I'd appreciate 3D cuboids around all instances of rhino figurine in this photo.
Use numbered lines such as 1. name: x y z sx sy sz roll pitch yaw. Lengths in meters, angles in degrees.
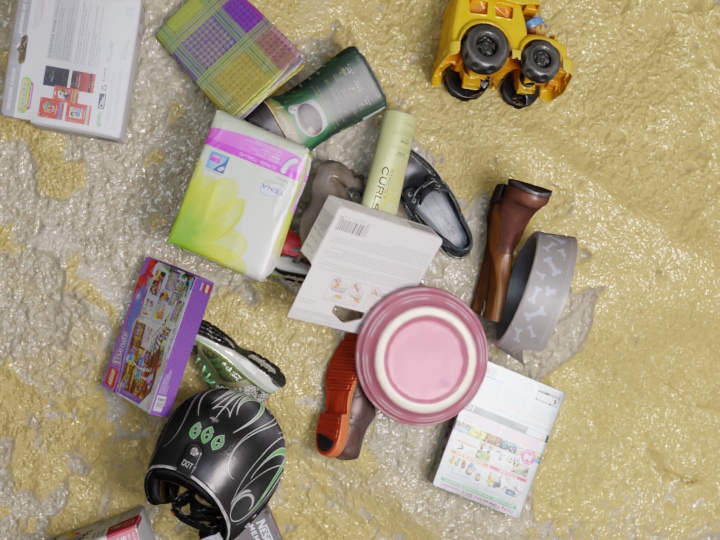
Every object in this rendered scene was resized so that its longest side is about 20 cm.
1. rhino figurine: -0.048 -0.067 1.714 0.087 0.059 0.203 27 69 -30

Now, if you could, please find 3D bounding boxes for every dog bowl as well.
1. dog bowl: 0.249 0.035 1.707 0.058 0.200 0.203 19 89 -3

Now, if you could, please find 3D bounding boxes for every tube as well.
1. tube: 0.038 -0.131 1.722 0.057 0.052 0.204 14 86 4

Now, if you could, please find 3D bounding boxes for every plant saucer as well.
1. plant saucer: 0.091 0.126 1.702 0.196 0.051 0.205 0 93 -7

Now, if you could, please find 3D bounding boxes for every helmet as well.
1. helmet: -0.196 0.263 1.661 0.199 0.200 0.191 41 50 -5

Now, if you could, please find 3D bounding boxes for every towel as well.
1. towel: -0.192 -0.323 1.721 0.143 0.023 0.200 -43 75 -5

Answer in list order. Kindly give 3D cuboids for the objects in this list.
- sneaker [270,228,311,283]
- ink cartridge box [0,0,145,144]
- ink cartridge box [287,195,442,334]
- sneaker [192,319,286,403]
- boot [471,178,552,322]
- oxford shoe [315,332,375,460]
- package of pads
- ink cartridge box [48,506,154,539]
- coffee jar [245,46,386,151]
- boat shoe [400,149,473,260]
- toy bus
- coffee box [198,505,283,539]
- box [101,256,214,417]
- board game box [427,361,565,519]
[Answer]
1. sneaker: -0.142 -0.042 1.741 0.197 0.077 0.086 17 73 -13
2. ink cartridge box: -0.412 -0.300 1.695 0.172 0.084 0.204 10 89 -6
3. ink cartridge box: 0.000 0.000 1.695 0.198 0.045 0.178 15 111 -37
4. sneaker: -0.211 0.144 1.731 0.198 0.077 0.089 33 99 -1
5. boot: 0.209 -0.027 1.710 0.067 0.188 0.204 15 87 -16
6. oxford shoe: -0.010 0.183 1.760 0.072 0.071 0.204 22 80 -39
7. package of pads: -0.164 -0.101 1.653 0.152 0.068 0.203 22 91 1
8. ink cartridge box: -0.384 0.448 1.673 0.197 0.145 0.147 -19 92 -6
9. coffee jar: -0.066 -0.235 1.729 0.198 0.085 0.105 -32 107 -5
10. boat shoe: 0.105 -0.103 1.758 0.074 0.066 0.201 -30 93 -4
11. toy bus: 0.212 -0.355 1.748 0.196 0.136 0.196 8 74 -8
12. coffee box: -0.148 0.455 1.730 0.113 0.080 0.203 -23 93 -5
13. box: -0.291 0.093 1.689 0.039 0.136 0.203 20 89 -44
14. board game box: 0.204 0.250 1.774 0.145 0.064 0.203 22 87 -5
